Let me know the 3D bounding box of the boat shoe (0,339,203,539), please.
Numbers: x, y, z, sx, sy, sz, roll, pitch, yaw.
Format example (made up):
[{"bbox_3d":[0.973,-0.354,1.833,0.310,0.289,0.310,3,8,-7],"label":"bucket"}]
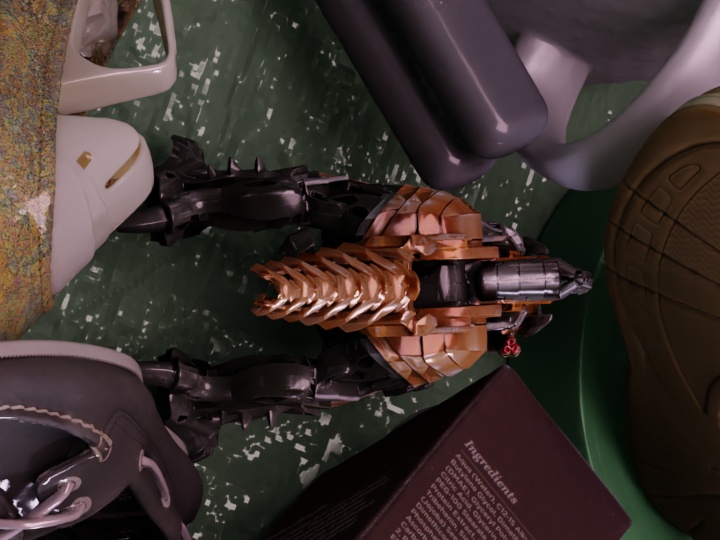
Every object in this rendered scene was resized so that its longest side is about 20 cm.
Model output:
[{"bbox_3d":[-0.083,0.066,0.823,0.067,0.200,0.057,-17,73,7],"label":"boat shoe"}]

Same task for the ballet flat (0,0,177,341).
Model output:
[{"bbox_3d":[-0.089,-0.049,0.845,0.071,0.071,0.200,29,46,-26],"label":"ballet flat"}]

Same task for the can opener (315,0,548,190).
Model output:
[{"bbox_3d":[0.005,-0.126,0.929,0.067,0.053,0.200,-27,86,-41],"label":"can opener"}]

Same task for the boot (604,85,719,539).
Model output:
[{"bbox_3d":[0.155,-0.015,0.930,0.155,0.072,0.200,-40,146,-27],"label":"boot"}]

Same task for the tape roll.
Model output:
[{"bbox_3d":[0.149,0.040,1.033,0.200,0.048,0.201,1,88,-30],"label":"tape roll"}]

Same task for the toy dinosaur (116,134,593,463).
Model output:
[{"bbox_3d":[0.000,0.000,0.892,0.200,0.135,0.102,54,37,-63],"label":"toy dinosaur"}]

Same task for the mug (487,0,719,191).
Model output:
[{"bbox_3d":[0.106,-0.118,0.939,0.147,0.175,0.200,30,74,-26],"label":"mug"}]

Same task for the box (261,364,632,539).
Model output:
[{"bbox_3d":[-0.008,0.122,0.863,0.075,0.100,0.200,50,42,-7],"label":"box"}]
